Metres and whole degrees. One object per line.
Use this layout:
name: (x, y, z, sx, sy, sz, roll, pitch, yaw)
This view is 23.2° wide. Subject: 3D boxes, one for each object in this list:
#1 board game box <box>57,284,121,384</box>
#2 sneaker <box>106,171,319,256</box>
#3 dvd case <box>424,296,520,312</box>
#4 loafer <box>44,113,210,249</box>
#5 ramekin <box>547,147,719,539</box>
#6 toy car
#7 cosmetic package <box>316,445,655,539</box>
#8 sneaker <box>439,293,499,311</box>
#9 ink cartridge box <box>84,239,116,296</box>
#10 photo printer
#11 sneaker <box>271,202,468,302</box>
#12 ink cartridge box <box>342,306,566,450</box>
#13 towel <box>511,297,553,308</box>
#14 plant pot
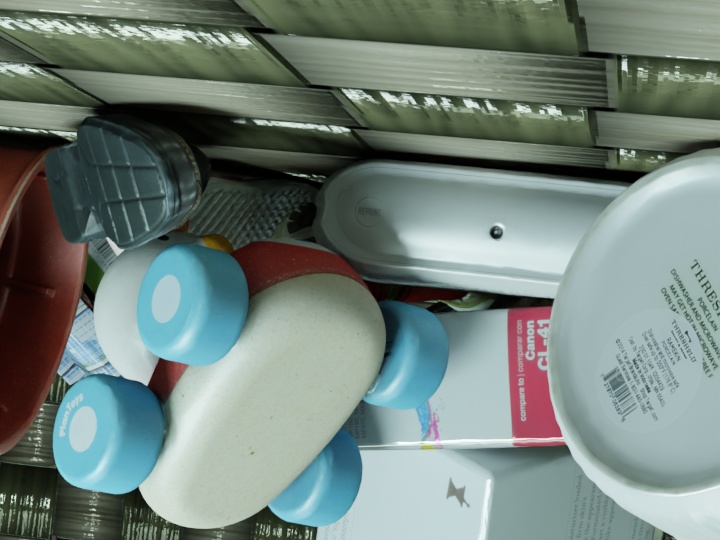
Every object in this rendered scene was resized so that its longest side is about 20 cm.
board game box: (-0.240, 0.025, 1.370, 0.200, 0.062, 0.200, 51, 177, -34)
sneaker: (-0.098, -0.032, 1.191, 0.104, 0.076, 0.200, 10, 179, 32)
dvd case: (0.116, 0.025, 1.352, 0.150, 0.025, 0.200, -27, -172, -2)
loafer: (-0.116, -0.054, 0.953, 0.072, 0.073, 0.200, -16, -171, -21)
ramekin: (0.180, 0.037, 0.819, 0.199, 0.202, 0.105, 3, 167, 46)
toy car: (-0.088, 0.025, 1.008, 0.184, 0.177, 0.200, 15, -152, -42)
cosmetic package: (0.095, 0.173, 1.279, 0.199, 0.166, 0.165, -9, -156, -41)
sneaker: (0.043, -0.015, 1.316, 0.088, 0.077, 0.199, 22, 165, -32)
ink cartridge box: (-0.144, 0.034, 1.384, 0.148, 0.076, 0.200, 49, 177, 20)
photo printer: (0.073, -0.022, 1.037, 0.198, 0.070, 0.166, 6, 178, 10)
sneaker: (0.000, 0.000, 1.195, 0.199, 0.077, 0.085, 5, 135, -47)
ink cartridge box: (0.065, 0.069, 1.096, 0.199, 0.086, 0.147, -2, 176, 23)
towel: (0.170, 0.023, 1.207, 0.132, 0.035, 0.200, 6, 144, -33)
plant pot: (-0.298, -0.003, 1.121, 0.194, 0.202, 0.201, 13, 178, 8)
